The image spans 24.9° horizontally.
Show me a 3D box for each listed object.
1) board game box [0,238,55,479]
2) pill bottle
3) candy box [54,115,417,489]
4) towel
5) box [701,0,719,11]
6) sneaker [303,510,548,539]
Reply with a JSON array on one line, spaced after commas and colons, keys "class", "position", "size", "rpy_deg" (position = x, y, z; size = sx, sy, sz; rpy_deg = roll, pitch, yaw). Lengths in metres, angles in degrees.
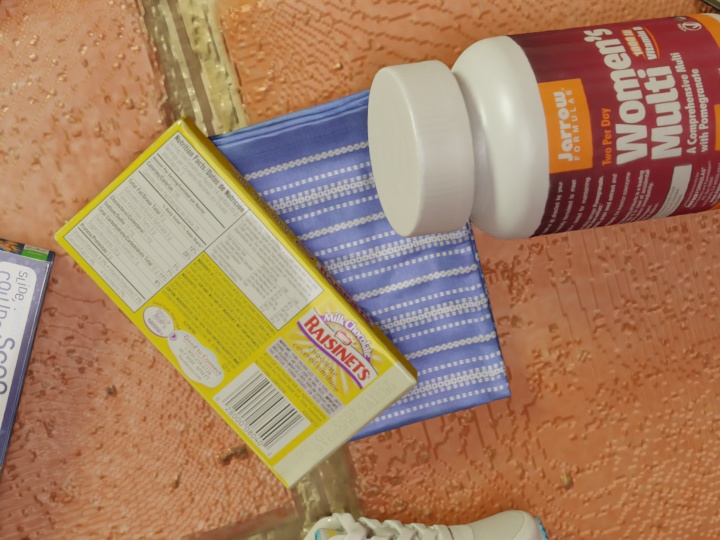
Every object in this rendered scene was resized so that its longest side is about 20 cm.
[{"class": "board game box", "position": [-0.260, 0.071, 0.918], "size": [0.134, 0.034, 0.202], "rpy_deg": [15, 99, -11]}, {"class": "pill bottle", "position": [0.111, -0.076, 0.885], "size": [0.198, 0.110, 0.111], "rpy_deg": [-9, 103, -15]}, {"class": "candy box", "position": [-0.069, 0.020, 0.924], "size": [0.102, 0.026, 0.200], "rpy_deg": [-40, 99, 11]}, {"class": "towel", "position": [0.000, 0.000, 0.944], "size": [0.144, 0.024, 0.202], "rpy_deg": [-15, 103, -3]}, {"class": "box", "position": [0.295, -0.112, 0.908], "size": [0.199, 0.121, 0.033], "rpy_deg": [25, 104, -12]}, {"class": "sneaker", "position": [0.015, 0.180, 0.957], "size": [0.199, 0.077, 0.081], "rpy_deg": [-21, 101, -5]}]
